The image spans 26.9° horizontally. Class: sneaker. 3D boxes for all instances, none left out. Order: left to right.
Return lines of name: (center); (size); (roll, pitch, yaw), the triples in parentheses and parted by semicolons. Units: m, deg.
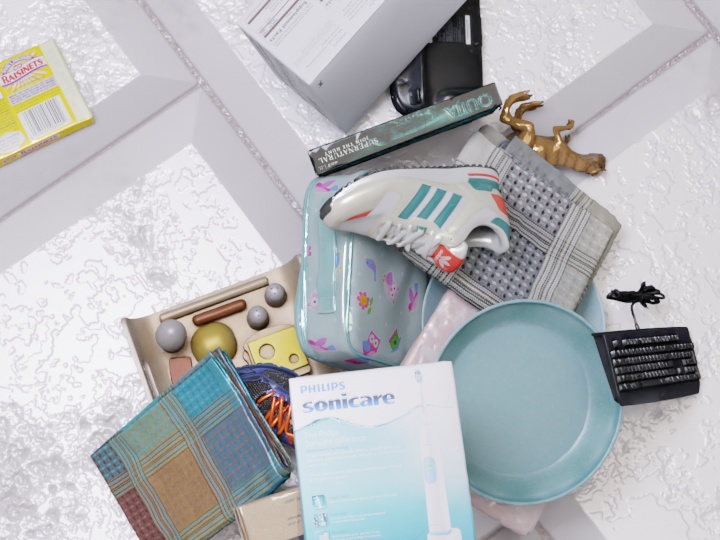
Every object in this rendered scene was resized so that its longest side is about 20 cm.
sneaker: (-0.052, 0.149, 1.495); (0.199, 0.078, 0.076); (21, 94, -14)
sneaker: (0.060, -0.045, 1.440); (0.199, 0.070, 0.094); (-6, 68, -30)

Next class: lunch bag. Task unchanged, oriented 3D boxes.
lunch bag: (0.000, 0.000, 1.520); (0.077, 0.160, 0.201); (-6, 76, 34)

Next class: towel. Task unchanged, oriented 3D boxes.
towel: (-0.168, 0.189, 1.479); (0.200, 0.022, 0.147); (-39, 76, 26)
towel: (0.128, 0.135, 1.512); (0.200, 0.032, 0.191); (33, 73, -6)
towel: (0.162, -0.037, 1.540); (0.192, 0.035, 0.200); (35, 57, -6)

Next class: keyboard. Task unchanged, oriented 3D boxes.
keyboard: (0.288, 0.070, 1.521); (0.021, 0.200, 0.127); (-24, 77, 32)

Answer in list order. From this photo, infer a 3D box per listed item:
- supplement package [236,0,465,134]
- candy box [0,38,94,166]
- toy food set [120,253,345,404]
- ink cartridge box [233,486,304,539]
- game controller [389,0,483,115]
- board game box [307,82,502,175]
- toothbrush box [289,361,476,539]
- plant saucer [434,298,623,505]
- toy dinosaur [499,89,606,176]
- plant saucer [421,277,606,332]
supplement package: (-0.005, -0.269, 1.563); (0.111, 0.156, 0.200); (42, 89, 19)
candy box: (-0.395, -0.161, 1.606); (0.200, 0.026, 0.102); (-26, 77, -9)
toy food set: (-0.129, 0.082, 1.545); (0.199, 0.060, 0.144); (-20, 78, -7)
ink cartridge box: (-0.030, 0.245, 1.439); (0.164, 0.200, 0.075); (-18, 77, -7)
game controller: (0.083, -0.262, 1.656); (0.104, 0.042, 0.201); (3, 76, -17)
board game box: (0.045, -0.143, 1.556); (0.199, 0.135, 0.028); (-20, 92, 2)
toothbrush box: (0.018, 0.189, 1.310); (0.146, 0.085, 0.201); (-7, 76, -4)
plant saucer: (0.157, 0.127, 1.473); (0.199, 0.036, 0.201); (0, 91, -11)
toy dinosaur: (0.169, -0.133, 1.614); (0.199, 0.060, 0.107); (-2, 78, -3)
plant saucer: (0.156, 0.059, 1.569); (0.200, 0.039, 0.202); (2, 80, -12)
